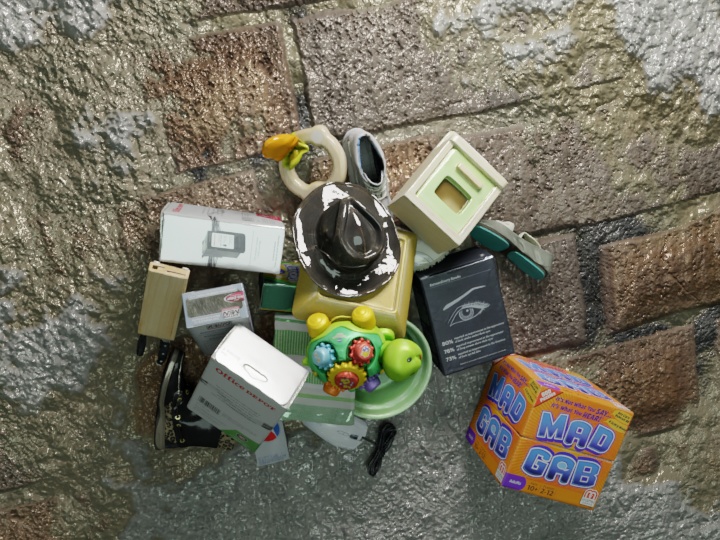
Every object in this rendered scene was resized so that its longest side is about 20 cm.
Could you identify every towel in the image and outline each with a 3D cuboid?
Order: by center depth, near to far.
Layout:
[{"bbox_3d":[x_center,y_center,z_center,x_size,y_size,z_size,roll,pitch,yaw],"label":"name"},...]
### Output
[{"bbox_3d":[-0.084,0.177,1.200,0.151,0.023,0.202,3,104,6],"label":"towel"}]

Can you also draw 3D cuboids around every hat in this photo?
[{"bbox_3d":[-0.015,-0.063,1.090,0.199,0.081,0.202,4,72,-12],"label":"hat"}]

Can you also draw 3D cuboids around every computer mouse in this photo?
[{"bbox_3d":[-0.026,0.318,1.324,0.199,0.044,0.110,29,96,-15],"label":"computer mouse"}]

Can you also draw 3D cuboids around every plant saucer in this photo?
[{"bbox_3d":[0.000,0.000,1.144,0.198,0.048,0.202,13,70,-11],"label":"plant saucer"}]

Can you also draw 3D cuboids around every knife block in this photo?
[{"bbox_3d":[-0.337,0.078,1.143,0.063,0.200,0.177,12,86,-14],"label":"knife block"}]

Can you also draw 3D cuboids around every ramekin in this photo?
[{"bbox_3d":[0.026,0.167,1.273,0.198,0.098,0.202,-2,102,-10],"label":"ramekin"}]

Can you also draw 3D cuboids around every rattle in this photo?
[{"bbox_3d":[-0.078,-0.142,1.160,0.129,0.143,0.202,-15,101,2],"label":"rattle"}]

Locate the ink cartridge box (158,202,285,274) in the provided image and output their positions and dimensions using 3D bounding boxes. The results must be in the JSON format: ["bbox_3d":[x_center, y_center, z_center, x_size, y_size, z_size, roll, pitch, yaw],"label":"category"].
[{"bbox_3d":[-0.235,-0.057,1.153,0.198,0.145,0.084,6,101,-11],"label":"ink cartridge box"}]

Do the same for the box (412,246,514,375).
[{"bbox_3d":[0.189,0.074,1.280,0.147,0.104,0.202,-16,104,-6],"label":"box"}]

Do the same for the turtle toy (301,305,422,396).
[{"bbox_3d":[0.001,0.141,1.096,0.198,0.101,0.146,-9,129,8],"label":"turtle toy"}]

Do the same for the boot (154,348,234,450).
[{"bbox_3d":[-0.294,0.244,1.243,0.149,0.073,0.202,9,104,-11],"label":"boot"}]

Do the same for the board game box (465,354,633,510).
[{"bbox_3d":[0.355,0.301,1.309,0.198,0.200,0.201,18,98,-14],"label":"board game box"}]

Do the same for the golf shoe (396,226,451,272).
[{"bbox_3d":[0.074,-0.047,1.232,0.198,0.078,0.098,-17,122,-9],"label":"golf shoe"}]

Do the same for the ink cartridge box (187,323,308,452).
[{"bbox_3d":[-0.189,0.198,1.122,0.146,0.085,0.200,35,138,-2],"label":"ink cartridge box"}]

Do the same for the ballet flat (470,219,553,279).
[{"bbox_3d":[0.289,-0.056,1.301,0.199,0.067,0.064,33,67,-16],"label":"ballet flat"}]

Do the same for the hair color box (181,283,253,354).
[{"bbox_3d":[-0.236,0.087,1.156,0.098,0.200,0.061,-10,73,-8],"label":"hair color box"}]

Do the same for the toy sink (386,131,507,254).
[{"bbox_3d":[0.166,-0.151,1.189,0.130,0.112,0.200,42,74,-7],"label":"toy sink"}]

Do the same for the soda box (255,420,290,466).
[{"bbox_3d":[-0.182,0.257,1.269,0.063,0.068,0.202,-11,104,-8],"label":"soda box"}]

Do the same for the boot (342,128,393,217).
[{"bbox_3d":[0.017,-0.151,1.204,0.073,0.096,0.201,-21,107,-5],"label":"boot"}]

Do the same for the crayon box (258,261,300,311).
[{"bbox_3d":[-0.079,0.032,1.209,0.198,0.126,0.052,7,108,-12],"label":"crayon box"}]
